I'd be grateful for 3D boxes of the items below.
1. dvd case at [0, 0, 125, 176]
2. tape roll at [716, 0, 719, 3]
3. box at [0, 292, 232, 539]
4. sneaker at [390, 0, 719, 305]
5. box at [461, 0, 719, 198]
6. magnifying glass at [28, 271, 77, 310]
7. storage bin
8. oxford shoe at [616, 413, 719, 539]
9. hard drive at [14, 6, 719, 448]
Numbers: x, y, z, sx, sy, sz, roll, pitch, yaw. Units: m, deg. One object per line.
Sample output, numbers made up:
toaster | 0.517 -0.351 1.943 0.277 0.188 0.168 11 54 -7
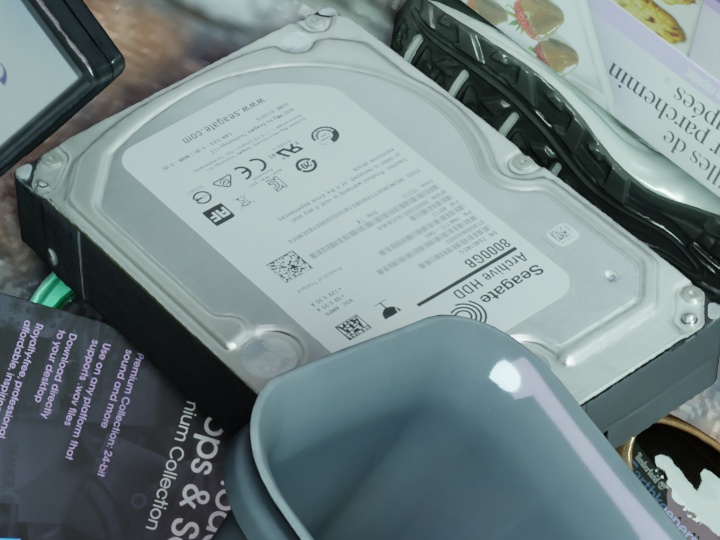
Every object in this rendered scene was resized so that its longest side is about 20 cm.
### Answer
dvd case | -0.167 -0.071 0.829 0.143 0.200 0.018 54 44 -2
tape roll | 0.144 -0.175 0.990 0.199 0.066 0.201 5 67 -13
box | -0.102 0.086 0.901 0.199 0.036 0.144 15 77 6
sneaker | 0.101 -0.042 0.973 0.199 0.074 0.080 29 51 2
box | 0.087 -0.081 0.925 0.200 0.039 0.041 39 44 14
magnifying glass | -0.091 0.086 0.931 0.079 0.022 0.201 13 77 -2
storage bin | 0.029 0.133 0.729 0.200 0.134 0.145 52 36 14
oxford shoe | 0.149 0.125 0.933 0.200 0.071 0.071 42 73 1
hard drive | 0.000 0.000 0.895 0.139 0.038 0.200 -29 52 -27
